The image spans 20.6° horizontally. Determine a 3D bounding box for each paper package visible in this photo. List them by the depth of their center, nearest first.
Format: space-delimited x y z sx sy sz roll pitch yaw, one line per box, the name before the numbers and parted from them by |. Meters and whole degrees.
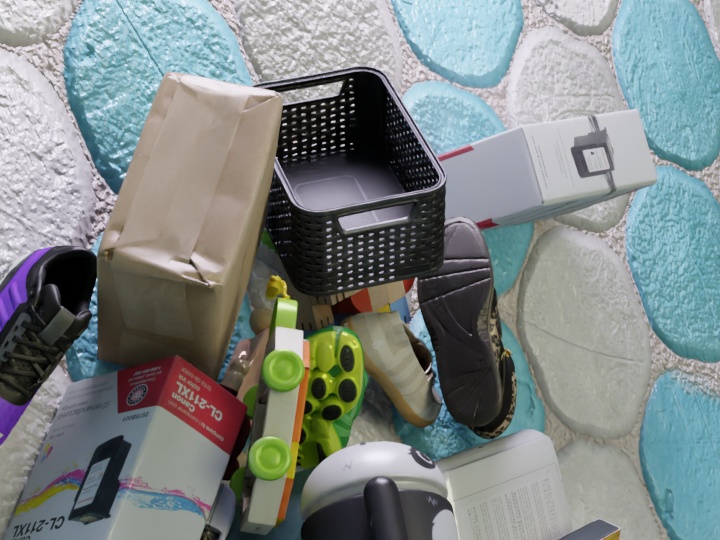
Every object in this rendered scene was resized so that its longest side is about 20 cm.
paper package | -0.137 -0.030 1.582 0.103 0.200 0.191 16 61 2

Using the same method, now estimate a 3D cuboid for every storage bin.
storage bin | -0.016 -0.080 1.712 0.135 0.200 0.094 -11 131 -14

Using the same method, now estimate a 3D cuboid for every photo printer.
photo printer | 0.117 0.251 1.875 0.200 0.069 0.166 -14 92 -48

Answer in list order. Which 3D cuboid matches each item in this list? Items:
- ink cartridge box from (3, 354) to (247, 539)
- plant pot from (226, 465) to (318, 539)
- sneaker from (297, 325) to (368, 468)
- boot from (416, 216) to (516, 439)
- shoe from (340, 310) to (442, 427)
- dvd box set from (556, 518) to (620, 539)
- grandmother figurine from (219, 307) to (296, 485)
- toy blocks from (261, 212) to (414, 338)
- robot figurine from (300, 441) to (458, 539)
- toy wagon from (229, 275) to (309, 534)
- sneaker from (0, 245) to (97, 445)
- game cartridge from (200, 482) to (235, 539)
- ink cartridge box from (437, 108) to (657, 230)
ink cartridge box | -0.188 0.179 1.517 0.083 0.146 0.200 41 52 -31
plant pot | -0.053 0.274 1.645 0.141 0.141 0.200 44 43 -29
sneaker | -0.033 0.099 1.700 0.074 0.200 0.084 16 56 2
boot | 0.105 0.062 1.875 0.151 0.073 0.200 55 24 -72
shoe | 0.042 0.088 1.804 0.070 0.053 0.200 64 8 31
dvd box set | 0.184 0.349 1.881 0.146 0.029 0.200 -19 121 -46
grandmother figurine | -0.111 0.127 1.665 0.200 0.061 0.121 -60 149 -46
toy blocks | 0.000 0.000 1.822 0.200 0.100 0.137 -29 112 -46
robot figurine | 0.021 0.232 1.538 0.125 0.150 0.200 13 55 -37
toy wagon | -0.067 0.103 1.550 0.040 0.155 0.200 10 75 -7
sneaker | -0.258 0.055 1.512 0.070 0.099 0.200 42 51 -28
game cartridge | -0.154 0.273 1.539 0.041 0.133 0.200 26 59 -11
ink cartridge box | 0.180 -0.097 1.987 0.200 0.145 0.083 -12 85 -47
